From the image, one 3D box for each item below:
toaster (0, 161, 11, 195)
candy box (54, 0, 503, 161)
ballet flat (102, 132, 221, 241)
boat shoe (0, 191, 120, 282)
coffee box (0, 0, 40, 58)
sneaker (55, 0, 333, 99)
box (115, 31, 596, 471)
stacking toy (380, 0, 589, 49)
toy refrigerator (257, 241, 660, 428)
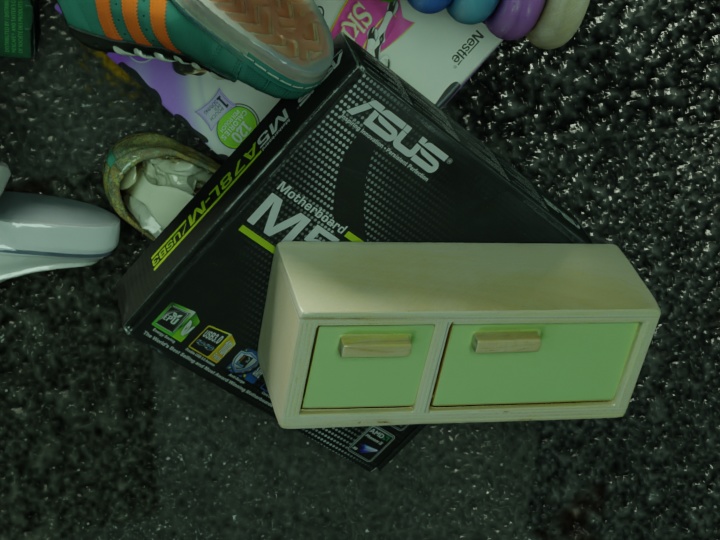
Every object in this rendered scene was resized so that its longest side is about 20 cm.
[{"bbox_3d":[-0.276,-0.086,0.718,0.199,0.129,0.114,19,109,-33],"label":"toaster"},{"bbox_3d":[-0.039,-0.147,0.794,0.200,0.072,0.168,41,113,-6],"label":"candy box"},{"bbox_3d":[-0.063,-0.015,0.832,0.199,0.071,0.071,30,88,-8],"label":"ballet flat"},{"bbox_3d":[-0.237,-0.007,0.814,0.198,0.074,0.066,1,107,-4],"label":"boat shoe"},{"bbox_3d":[-0.277,-0.186,0.779,0.198,0.044,0.124,3,126,-7],"label":"coffee box"},{"bbox_3d":[-0.101,-0.139,0.730,0.199,0.071,0.080,38,131,14],"label":"sneaker"},{"bbox_3d":[0.000,0.000,0.786,0.199,0.048,0.193,34,111,-33],"label":"box"},{"bbox_3d":[0.012,-0.163,0.691,0.198,0.085,0.086,7,92,-10],"label":"stacking toy"},{"bbox_3d":[0.052,0.035,0.756,0.198,0.070,0.076,1,125,-18],"label":"toy refrigerator"}]
